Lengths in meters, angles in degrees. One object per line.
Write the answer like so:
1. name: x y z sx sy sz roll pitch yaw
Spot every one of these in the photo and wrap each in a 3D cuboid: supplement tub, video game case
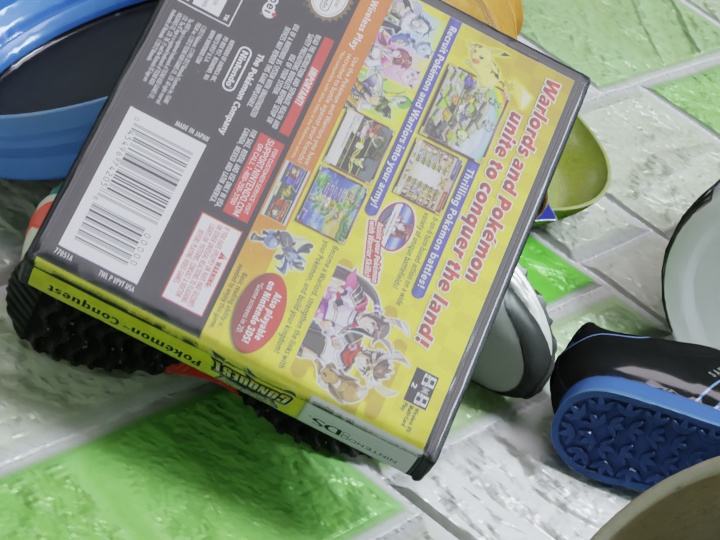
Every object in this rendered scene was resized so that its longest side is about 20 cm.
1. supplement tub: 0.241 -0.014 1.332 0.122 0.123 0.200 33 28 13
2. video game case: -0.018 -0.039 1.045 0.180 0.026 0.201 26 61 -4

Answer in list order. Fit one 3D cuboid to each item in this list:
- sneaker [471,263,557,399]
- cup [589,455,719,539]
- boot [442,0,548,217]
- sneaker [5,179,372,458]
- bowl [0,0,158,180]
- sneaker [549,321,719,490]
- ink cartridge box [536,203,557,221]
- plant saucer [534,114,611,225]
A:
1. sneaker: 0.000 0.000 1.154 0.200 0.074 0.080 36 53 -6
2. cup: 0.165 0.169 0.894 0.200 0.201 0.143 36 1 20
3. boot: 0.052 -0.084 1.206 0.145 0.071 0.201 65 16 18
4. sneaker: -0.050 0.010 1.085 0.198 0.071 0.094 17 33 -12
5. bowl: -0.105 -0.103 1.160 0.199 0.040 0.201 -14 28 8
6. sneaker: 0.182 0.078 1.173 0.199 0.070 0.078 23 32 -6
7. ink cartridge box: -0.002 -0.065 1.256 0.199 0.037 0.095 1 44 -25
8. plant saucer: 0.040 -0.079 1.375 0.199 0.031 0.200 21 27 -11
